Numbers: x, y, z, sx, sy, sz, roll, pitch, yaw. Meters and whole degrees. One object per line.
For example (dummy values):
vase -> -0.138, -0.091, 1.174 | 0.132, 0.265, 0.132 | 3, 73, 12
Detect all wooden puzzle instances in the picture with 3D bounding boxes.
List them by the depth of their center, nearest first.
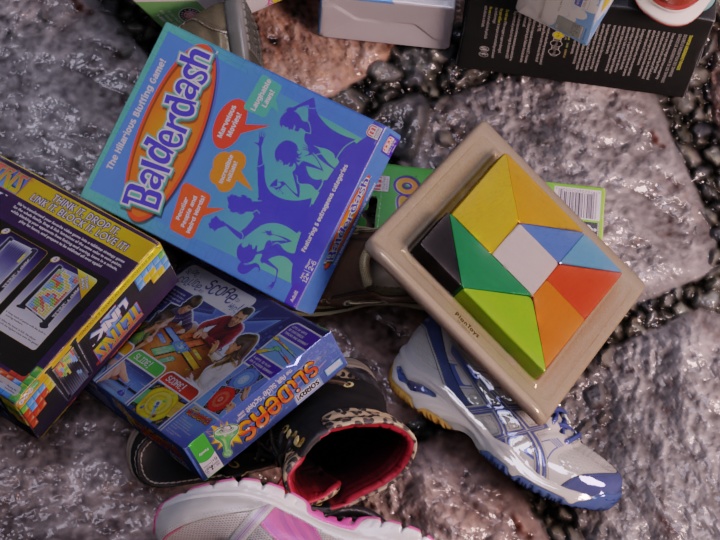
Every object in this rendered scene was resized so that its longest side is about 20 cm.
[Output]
wooden puzzle -> 0.117, -0.006, 1.316 | 0.185, 0.037, 0.200 | 45, 46, -3

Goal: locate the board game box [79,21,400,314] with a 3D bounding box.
board game box -> -0.092, -0.078, 1.325 | 0.200, 0.045, 0.152 | 26, 91, 18

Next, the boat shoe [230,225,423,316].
boat shoe -> 0.000, -0.006, 1.349 | 0.202, 0.075, 0.075 | -1, 79, -2

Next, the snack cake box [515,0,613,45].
snack cake box -> 0.199, -0.288, 1.351 | 0.067, 0.115, 0.200 | 28, 69, 9

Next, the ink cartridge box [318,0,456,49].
ink cartridge box -> 0.031, -0.297, 1.514 | 0.116, 0.067, 0.200 | 6, 65, 2

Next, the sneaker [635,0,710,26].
sneaker -> 0.290, -0.287, 1.356 | 0.078, 0.116, 0.200 | 29, 66, 5

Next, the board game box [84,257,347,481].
board game box -> -0.118, 0.067, 1.294 | 0.135, 0.034, 0.200 | -38, 33, -17

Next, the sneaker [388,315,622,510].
sneaker -> 0.119, 0.101, 1.314 | 0.200, 0.075, 0.088 | 33, 100, 11

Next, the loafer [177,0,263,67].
loafer -> -0.112, -0.124, 1.410 | 0.070, 0.075, 0.200 | -10, 65, 9

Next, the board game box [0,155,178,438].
board game box -> -0.267, 0.013, 1.337 | 0.200, 0.057, 0.165 | 28, 65, 30

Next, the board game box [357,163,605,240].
board game box -> 0.095, -0.032, 1.416 | 0.200, 0.030, 0.096 | 7, 66, -2

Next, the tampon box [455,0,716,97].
tampon box -> 0.192, -0.251, 1.466 | 0.200, 0.126, 0.150 | 8, 66, 1

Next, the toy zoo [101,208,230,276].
toy zoo -> -0.092, -0.059, 1.425 | 0.200, 0.020, 0.131 | 26, 67, 10

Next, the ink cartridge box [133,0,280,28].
ink cartridge box -> -0.101, -0.284, 1.420 | 0.200, 0.145, 0.088 | -18, 60, 20

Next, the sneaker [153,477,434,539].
sneaker -> -0.048, 0.204, 1.187 | 0.200, 0.081, 0.088 | 13, 59, 5

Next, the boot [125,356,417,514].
boot -> -0.063, 0.127, 1.269 | 0.200, 0.151, 0.073 | -13, 107, -14

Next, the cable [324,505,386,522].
cable -> -0.041, 0.252, 1.228 | 0.200, 0.051, 0.163 | -34, 72, -16

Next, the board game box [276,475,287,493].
board game box -> -0.050, 0.262, 1.270 | 0.126, 0.035, 0.200 | 27, 67, 9
